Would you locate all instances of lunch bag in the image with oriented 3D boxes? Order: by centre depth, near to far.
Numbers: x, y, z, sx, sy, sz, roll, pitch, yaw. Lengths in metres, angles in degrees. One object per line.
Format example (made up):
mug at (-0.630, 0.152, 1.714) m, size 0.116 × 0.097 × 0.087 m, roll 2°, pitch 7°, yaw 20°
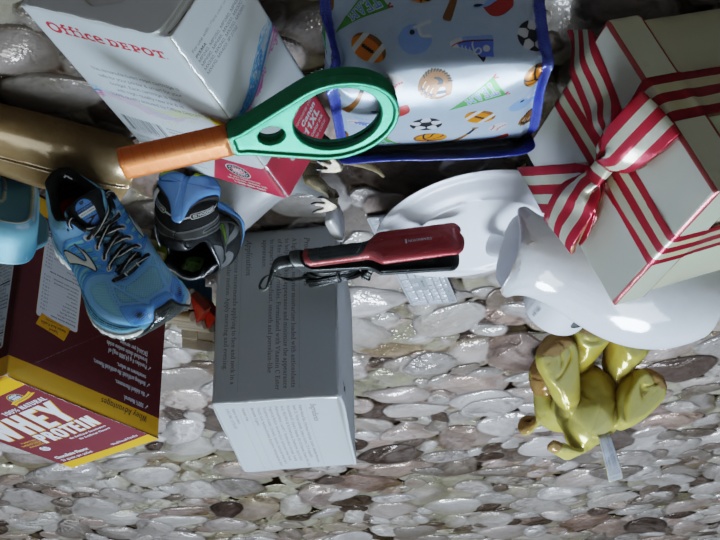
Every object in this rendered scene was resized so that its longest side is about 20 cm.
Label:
lunch bag at (0.057, -0.150, 0.858) m, size 0.169 × 0.125 × 0.200 m, roll -4°, pitch 166°, yaw 1°

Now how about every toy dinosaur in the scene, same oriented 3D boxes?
toy dinosaur at (-0.040, -0.104, 0.945) m, size 0.199 × 0.101 × 0.058 m, roll 15°, pitch 126°, yaw -29°

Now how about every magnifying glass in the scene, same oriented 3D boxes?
magnifying glass at (-0.071, -0.097, 0.762) m, size 0.199 × 0.022 × 0.080 m, roll -14°, pitch 148°, yaw 1°

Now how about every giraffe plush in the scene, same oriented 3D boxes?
giraffe plush at (0.274, 0.153, 1.372) m, size 0.172 × 0.201 × 0.162 m, roll 2°, pitch 179°, yaw -14°

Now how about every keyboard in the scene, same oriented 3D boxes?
keyboard at (0.060, -0.010, 1.198) m, size 0.056 × 0.011 × 0.200 m, roll -10°, pitch 148°, yaw 12°

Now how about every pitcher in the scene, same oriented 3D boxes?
pitcher at (0.220, -0.001, 1.008) m, size 0.199 × 0.122 × 0.172 m, roll 12°, pitch -174°, yaw -5°

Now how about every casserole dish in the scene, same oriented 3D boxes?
casserole dish at (-0.368, -0.072, 0.964) m, size 0.199 × 0.121 × 0.039 m, roll 18°, pitch 127°, yaw -29°

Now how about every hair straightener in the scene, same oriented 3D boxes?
hair straightener at (0.000, 0.000, 1.050) m, size 0.199 × 0.041 × 0.077 m, roll -12°, pitch 154°, yaw -7°

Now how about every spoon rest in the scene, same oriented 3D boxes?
spoon rest at (-0.109, -0.062, 1.066) m, size 0.199 × 0.061 × 0.099 m, roll 2°, pitch 151°, yaw 19°

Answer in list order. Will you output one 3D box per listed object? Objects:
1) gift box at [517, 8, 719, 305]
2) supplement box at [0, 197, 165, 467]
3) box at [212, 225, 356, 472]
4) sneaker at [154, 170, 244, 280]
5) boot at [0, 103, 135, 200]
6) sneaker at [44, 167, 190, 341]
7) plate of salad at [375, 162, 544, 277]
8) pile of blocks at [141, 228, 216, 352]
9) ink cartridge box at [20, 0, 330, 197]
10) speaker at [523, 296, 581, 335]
gift box at (0.244, -0.101, 0.880) m, size 0.186 × 0.200 × 0.185 m, roll -15°, pitch 149°, yaw -26°
supplement box at (-0.315, 0.068, 1.114) m, size 0.132 × 0.201 × 0.197 m, roll -21°, pitch 145°, yaw 29°
box at (-0.076, 0.088, 1.166) m, size 0.130 × 0.200 × 0.200 m, roll -4°, pitch 150°, yaw 3°
sneaker at (-0.150, -0.030, 0.970) m, size 0.070 × 0.083 × 0.200 m, roll 10°, pitch 171°, yaw 3°
boot at (-0.282, -0.125, 0.929) m, size 0.199 × 0.066 × 0.175 m, roll 15°, pitch 158°, yaw -26°
sneaker at (-0.214, -0.018, 0.896) m, size 0.078 × 0.200 × 0.090 m, roll -34°, pitch 139°, yaw -21°
plate of salad at (0.111, -0.051, 1.088) m, size 0.199 × 0.048 × 0.200 m, roll -8°, pitch 152°, yaw -4°
pile of blocks at (-0.183, 0.018, 1.135) m, size 0.062 × 0.082 × 0.200 m, roll 5°, pitch 150°, yaw 32°
ink cartridge box at (-0.130, -0.154, 0.811) m, size 0.145 × 0.083 × 0.200 m, roll 19°, pitch 160°, yaw 29°
speaker at (0.244, -0.011, 1.142) m, size 0.081 × 0.082 × 0.200 m, roll 6°, pitch 148°, yaw -15°
